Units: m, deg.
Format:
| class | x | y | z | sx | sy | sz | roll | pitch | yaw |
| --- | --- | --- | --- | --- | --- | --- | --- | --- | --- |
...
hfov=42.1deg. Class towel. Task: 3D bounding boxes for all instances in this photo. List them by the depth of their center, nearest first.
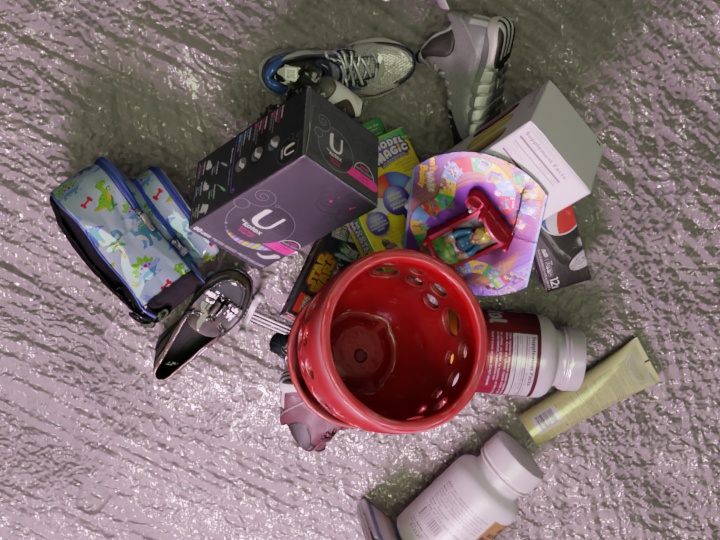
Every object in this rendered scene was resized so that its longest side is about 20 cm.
| class | x | y | z | sx | sy | sz | roll | pitch | yaw |
| --- | --- | --- | --- | --- | --- | --- | --- | --- | --- |
| towel | 0.077 | 0.412 | 1.326 | 0.200 | 0.147 | 0.024 | 41 | 93 | -13 |

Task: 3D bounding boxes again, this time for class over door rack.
| class | x | y | z | sx | sy | sz | roll | pitch | yaw |
| --- | --- | --- | --- | --- | --- | --- | --- | --- | --- |
| over door rack | -0.121 | 0.004 | 1.243 | 0.147 | 0.067 | 0.200 | 24 | 105 | -9 |

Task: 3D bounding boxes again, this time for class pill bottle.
| class | x | y | z | sx | sy | sz | roll | pitch | yaw |
| --- | --- | --- | --- | --- | --- | --- | --- | --- | --- |
| pill bottle | 0.194 | 0.111 | 1.257 | 0.199 | 0.113 | 0.113 | 5 | 106 | -3 |
| pill bottle | 0.157 | 0.326 | 1.319 | 0.114 | 0.114 | 0.200 | 41 | 102 | -12 |

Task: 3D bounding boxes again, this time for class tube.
| class | x | y | z | sx | sy | sz | roll | pitch | yaw |
| --- | --- | --- | --- | --- | --- | --- | --- | --- | --- |
| tube | 0.320 | 0.176 | 1.316 | 0.200 | 0.052 | 0.058 | -32 | 146 | 5 |

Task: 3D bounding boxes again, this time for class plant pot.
| class | x | y | z | sx | sy | sz | roll | pitch | yaw |
| --- | --- | --- | --- | --- | --- | --- | --- | --- | --- |
| plant pot | 0.021 | 0.087 | 1.078 | 0.200 | 0.182 | 0.201 | 3 | 80 | -19 |

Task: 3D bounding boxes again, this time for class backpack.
| class | x | y | z | sx | sy | sz | roll | pitch | yaw |
| --- | --- | --- | --- | --- | --- | --- | --- | --- | --- |
| backpack | -0.281 | -0.049 | 1.171 | 0.147 | 0.183 | 0.200 | -42 | 101 | -13 |

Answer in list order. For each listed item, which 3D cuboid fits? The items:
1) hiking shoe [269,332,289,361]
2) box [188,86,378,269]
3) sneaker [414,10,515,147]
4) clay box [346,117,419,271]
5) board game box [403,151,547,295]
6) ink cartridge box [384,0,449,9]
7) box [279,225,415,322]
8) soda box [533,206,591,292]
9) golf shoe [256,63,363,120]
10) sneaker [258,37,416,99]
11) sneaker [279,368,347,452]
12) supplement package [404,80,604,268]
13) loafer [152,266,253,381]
| class | x | y | z | sx | sy | sz | roll | pitch | yaw |
| --- | --- | --- | --- | --- | --- | --- | --- | --- | --- |
| hiking shoe | -0.033 | 0.086 | 1.244 | 0.200 | 0.074 | 0.087 | 7 | 99 | -40 |
| box | -0.090 | -0.101 | 1.092 | 0.200 | 0.106 | 0.122 | -27 | 137 | 36 |
| sneaker | 0.120 | -0.234 | 1.186 | 0.115 | 0.075 | 0.200 | 22 | 122 | 19 |
| clay box | 0.031 | -0.092 | 1.184 | 0.115 | 0.048 | 0.200 | -27 | 92 | -24 |
| board game box | 0.124 | -0.041 | 1.083 | 0.158 | 0.039 | 0.200 | 15 | 130 | 12 |
| ink cartridge box | 0.029 | -0.386 | 1.104 | 0.068 | 0.116 | 0.200 | -27 | 104 | 7 |
| box | 0.000 | 0.000 | 1.204 | 0.137 | 0.040 | 0.200 | 28 | 73 | -13 |
| soda box | 0.241 | -0.079 | 1.223 | 0.063 | 0.071 | 0.200 | -18 | 106 | 6 |
| golf shoe | -0.071 | -0.170 | 1.150 | 0.094 | 0.200 | 0.078 | 17 | 66 | -25 |
| sneaker | -0.028 | -0.243 | 1.162 | 0.199 | 0.085 | 0.077 | -7 | 107 | 0 |
| sneaker | -0.020 | 0.208 | 1.309 | 0.200 | 0.076 | 0.116 | 13 | 111 | 6 |
| supplement package | 0.171 | -0.112 | 1.113 | 0.110 | 0.114 | 0.200 | 47 | 129 | -13 |
| loafer | -0.206 | 0.077 | 1.217 | 0.072 | 0.063 | 0.200 | 35 | 123 | -15 |
